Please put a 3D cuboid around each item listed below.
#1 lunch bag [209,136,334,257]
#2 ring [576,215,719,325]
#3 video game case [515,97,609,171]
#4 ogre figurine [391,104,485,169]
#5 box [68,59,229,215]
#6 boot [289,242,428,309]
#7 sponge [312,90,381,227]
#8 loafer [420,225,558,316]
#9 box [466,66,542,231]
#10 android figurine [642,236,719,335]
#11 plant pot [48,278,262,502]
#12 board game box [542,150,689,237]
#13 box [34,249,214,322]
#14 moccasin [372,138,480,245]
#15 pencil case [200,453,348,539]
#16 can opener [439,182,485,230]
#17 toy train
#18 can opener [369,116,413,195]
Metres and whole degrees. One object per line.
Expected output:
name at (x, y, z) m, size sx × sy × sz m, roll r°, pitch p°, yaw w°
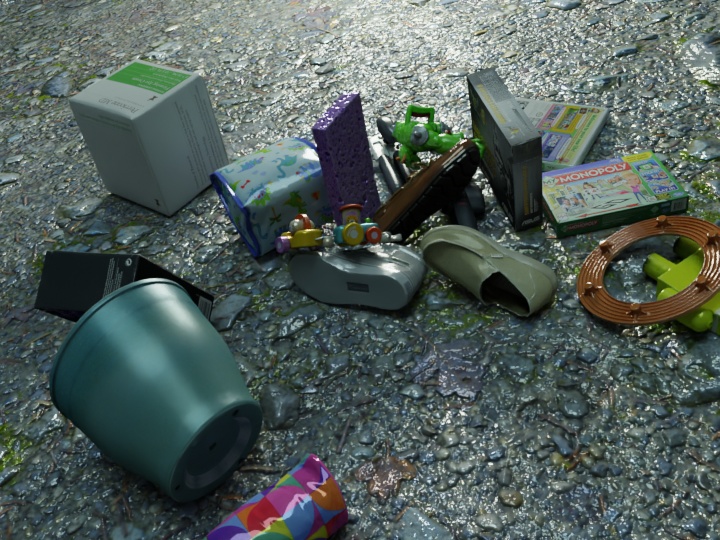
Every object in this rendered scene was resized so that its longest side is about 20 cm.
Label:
lunch bag at (-0.143, -0.138, 1.210) m, size 0.167 × 0.130 × 0.200 m, roll -25°, pitch 44°, yaw -16°
ring at (0.372, -0.008, 0.949) m, size 0.196 × 0.019 × 0.202 m, roll -26°, pitch 30°, yaw 16°
video game case at (0.318, -0.238, 1.294) m, size 0.178 × 0.022 × 0.201 m, roll 14°, pitch 45°, yaw 29°
ogre figurine at (0.119, -0.213, 1.215) m, size 0.117 × 0.100 × 0.202 m, roll 14°, pitch 30°, yaw -16°
box at (-0.379, -0.245, 1.346) m, size 0.195 × 0.204 × 0.171 m, roll 20°, pitch 50°, yaw 33°
boot at (0.000, 0.000, 1.064) m, size 0.195 × 0.076 × 0.095 m, roll 13°, pitch 31°, yaw 25°
sponge at (-0.018, -0.156, 1.139) m, size 0.029 × 0.204 × 0.112 m, roll 9°, pitch 41°, yaw 27°
loafer at (0.163, 0.001, 0.988) m, size 0.196 × 0.077 × 0.069 m, roll 20°, pitch 46°, yaw 22°
box at (0.220, -0.187, 1.131) m, size 0.047 × 0.161 × 0.203 m, roll -16°, pitch 45°, yaw -1°
android figurine at (0.460, 0.021, 0.926) m, size 0.179 × 0.042 × 0.200 m, roll -27°, pitch 39°, yaw -18°
plant pot at (-0.216, 0.146, 0.842) m, size 0.187 × 0.203 × 0.199 m, roll 36°, pitch 57°, yaw 27°
board game box at (0.374, -0.119, 1.127) m, size 0.194 × 0.030 × 0.136 m, roll -12°, pitch 39°, yaw 1°
box at (-0.302, 0.041, 0.973) m, size 0.137 × 0.200 × 0.081 m, roll 5°, pitch 75°, yaw 18°
moccasin at (0.096, -0.123, 1.112) m, size 0.202 × 0.073 × 0.079 m, roll -46°, pitch 46°, yaw 24°
pencil case at (-0.106, 0.270, 0.741) m, size 0.197 × 0.090 × 0.088 m, roll -29°, pitch 41°, yaw -23°
can opener at (0.155, -0.083, 1.114) m, size 0.076 × 0.065 × 0.203 m, roll -9°, pitch 38°, yaw 6°
toy train at (-0.044, -0.060, 1.073) m, size 0.195 × 0.057 × 0.149 m, roll -5°, pitch 2°, yaw 25°
can opener at (0.053, -0.200, 1.281) m, size 0.052 × 0.068 × 0.202 m, roll -15°, pitch 38°, yaw -3°
